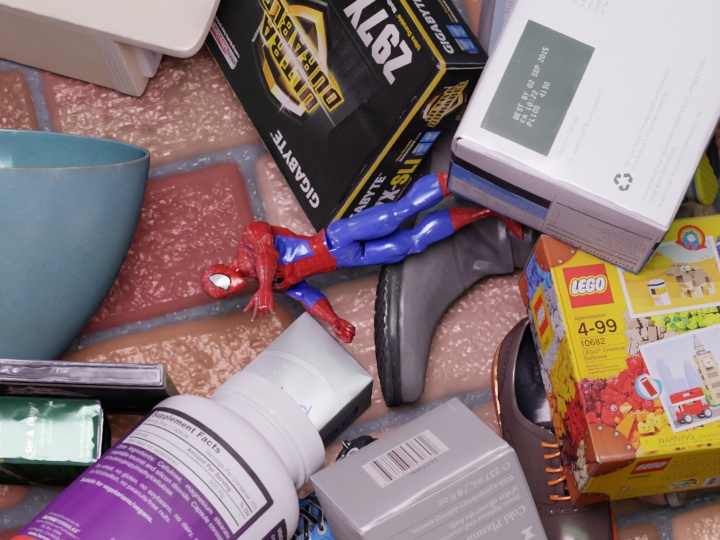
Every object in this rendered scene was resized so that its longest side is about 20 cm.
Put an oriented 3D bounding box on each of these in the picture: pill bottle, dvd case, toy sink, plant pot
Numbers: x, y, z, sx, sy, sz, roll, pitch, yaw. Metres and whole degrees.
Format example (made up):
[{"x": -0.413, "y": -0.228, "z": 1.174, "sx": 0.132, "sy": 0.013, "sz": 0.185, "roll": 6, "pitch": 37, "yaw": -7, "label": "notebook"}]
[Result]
[{"x": -0.114, "y": 0.150, "z": 1.443, "sx": 0.112, "sy": 0.112, "sz": 0.200, "roll": 41, "pitch": 61, "yaw": 11, "label": "pill bottle"}, {"x": -0.185, "y": 0.070, "z": 1.503, "sx": 0.148, "sy": 0.200, "sz": 0.016, "roll": 2, "pitch": 82, "yaw": 0, "label": "dvd case"}, {"x": -0.172, "y": -0.199, "z": 1.631, "sx": 0.200, "sy": 0.112, "sz": 0.131, "roll": 15, "pitch": 73, "yaw": 10, "label": "toy sink"}, {"x": -0.233, "y": -0.011, "z": 1.548, "sx": 0.200, "sy": 0.200, "sz": 0.135, "roll": 4, "pitch": 99, "yaw": 0, "label": "plant pot"}]

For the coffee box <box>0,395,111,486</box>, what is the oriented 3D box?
[{"x": -0.254, "y": 0.104, "z": 1.526, "sx": 0.200, "sy": 0.123, "sz": 0.044, "roll": 2, "pitch": 79, "yaw": -3, "label": "coffee box"}]

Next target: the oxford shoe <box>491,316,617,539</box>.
[{"x": 0.118, "y": 0.125, "z": 1.557, "sx": 0.071, "sy": 0.073, "sz": 0.200, "roll": -11, "pitch": 73, "yaw": -4, "label": "oxford shoe"}]

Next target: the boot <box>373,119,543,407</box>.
[{"x": 0.079, "y": -0.006, "z": 1.603, "sx": 0.131, "sy": 0.070, "sz": 0.200, "roll": 7, "pitch": 77, "yaw": -4, "label": "boot"}]

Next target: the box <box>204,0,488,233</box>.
[{"x": -0.017, "y": -0.145, "z": 1.577, "sx": 0.049, "sy": 0.160, "sz": 0.200, "roll": -3, "pitch": 52, "yaw": -42, "label": "box"}]

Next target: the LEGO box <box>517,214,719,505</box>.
[{"x": 0.211, "y": 0.048, "z": 1.508, "sx": 0.200, "sy": 0.077, "sz": 0.149, "roll": -7, "pitch": 67, "yaw": -13, "label": "LEGO box"}]

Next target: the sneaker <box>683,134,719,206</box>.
[{"x": 0.166, "y": -0.129, "z": 1.553, "sx": 0.082, "sy": 0.074, "sz": 0.200, "roll": -14, "pitch": 69, "yaw": 21, "label": "sneaker"}]

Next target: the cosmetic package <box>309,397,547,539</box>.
[{"x": 0.059, "y": 0.189, "z": 1.473, "sx": 0.107, "sy": 0.090, "sz": 0.200, "roll": -30, "pitch": 117, "yaw": -12, "label": "cosmetic package"}]

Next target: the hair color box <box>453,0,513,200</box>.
[{"x": 0.107, "y": -0.147, "z": 1.596, "sx": 0.061, "sy": 0.099, "sz": 0.200, "roll": 11, "pitch": 55, "yaw": -2, "label": "hair color box"}]

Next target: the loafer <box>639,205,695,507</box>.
[{"x": 0.180, "y": 0.055, "z": 1.590, "sx": 0.063, "sy": 0.072, "sz": 0.200, "roll": -1, "pitch": 66, "yaw": 16, "label": "loafer"}]

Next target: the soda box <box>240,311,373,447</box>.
[{"x": -0.083, "y": 0.120, "z": 1.558, "sx": 0.200, "sy": 0.068, "sz": 0.063, "roll": -43, "pitch": 78, "yaw": -13, "label": "soda box"}]

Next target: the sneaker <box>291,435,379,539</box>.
[{"x": -0.010, "y": 0.142, "z": 1.529, "sx": 0.200, "sy": 0.089, "sz": 0.079, "roll": -25, "pitch": 44, "yaw": -7, "label": "sneaker"}]

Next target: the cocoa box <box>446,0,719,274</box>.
[{"x": 0.147, "y": -0.121, "z": 1.438, "sx": 0.133, "sy": 0.131, "sz": 0.200, "roll": 24, "pitch": 79, "yaw": 4, "label": "cocoa box"}]

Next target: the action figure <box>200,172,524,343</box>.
[{"x": 0.000, "y": 0.000, "z": 1.522, "sx": 0.200, "sy": 0.065, "sz": 0.099, "roll": -14, "pitch": 46, "yaw": 7, "label": "action figure"}]
